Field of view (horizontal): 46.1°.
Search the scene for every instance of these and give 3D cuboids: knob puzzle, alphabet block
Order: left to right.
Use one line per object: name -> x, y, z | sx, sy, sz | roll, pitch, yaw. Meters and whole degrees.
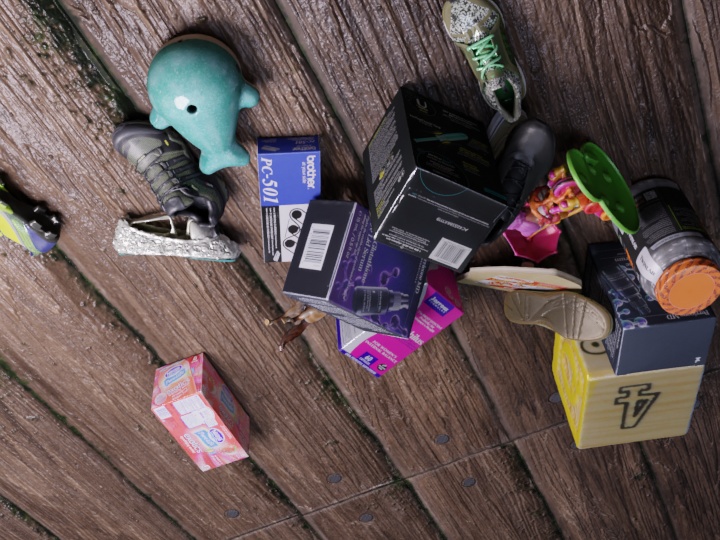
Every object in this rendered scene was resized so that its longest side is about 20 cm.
knob puzzle -> 0.268, 0.007, 1.358 | 0.214, 0.031, 0.220 | 8, 171, 1
alphabet block -> 0.455, 0.166, 1.472 | 0.195, 0.197, 0.199 | -6, 130, 1

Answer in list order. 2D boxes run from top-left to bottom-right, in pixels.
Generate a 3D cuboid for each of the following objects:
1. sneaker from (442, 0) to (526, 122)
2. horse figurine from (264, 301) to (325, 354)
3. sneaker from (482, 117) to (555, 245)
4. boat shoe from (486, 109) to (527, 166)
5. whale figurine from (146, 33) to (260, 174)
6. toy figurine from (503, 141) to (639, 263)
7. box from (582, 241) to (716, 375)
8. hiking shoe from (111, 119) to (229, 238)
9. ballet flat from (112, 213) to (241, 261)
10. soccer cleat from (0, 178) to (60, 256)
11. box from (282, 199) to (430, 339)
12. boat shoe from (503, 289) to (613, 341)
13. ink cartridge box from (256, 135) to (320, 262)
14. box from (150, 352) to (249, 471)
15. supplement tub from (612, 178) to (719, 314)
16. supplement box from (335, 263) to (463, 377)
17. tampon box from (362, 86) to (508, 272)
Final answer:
sneaker -> 0.175, -0.280, 1.127 | 0.076, 0.090, 0.200 | -28, 128, 18
horse figurine -> -0.078, 0.045, 1.385 | 0.131, 0.050, 0.202 | -10, 140, -50
sneaker -> 0.212, -0.116, 1.183 | 0.075, 0.091, 0.203 | 24, 125, 7
boat shoe -> 0.197, -0.147, 1.261 | 0.070, 0.063, 0.203 | 7, 129, -12
whale figurine -> -0.209, -0.209, 1.136 | 0.155, 0.105, 0.203 | -11, 129, 3
toy figurine -> 0.291, -0.085, 1.272 | 0.183, 0.153, 0.198 | -32, 154, 33
box -> 0.459, 0.053, 1.369 | 0.145, 0.202, 0.109 | -7, 132, 0
hiking shoe -> -0.266, -0.131, 1.199 | 0.075, 0.102, 0.199 | -38, 124, 24
ballet flat -> -0.280, -0.052, 1.293 | 0.195, 0.073, 0.073 | 3, 131, -9
soccer cleat -> -0.533, -0.089, 1.233 | 0.083, 0.065, 0.200 | -32, 127, 24
box -> 0.000, 0.000, 1.265 | 0.103, 0.151, 0.198 | 7, 166, 44
boat shoe -> 0.327, 0.069, 1.372 | 0.062, 0.198, 0.075 | 0, 94, -43
ink cartridge box -> -0.106, -0.104, 1.277 | 0.092, 0.045, 0.203 | -4, 131, -5
box -> -0.285, 0.259, 1.534 | 0.101, 0.096, 0.202 | -19, 130, 10
supplement tub -> 0.469, -0.037, 1.293 | 0.119, 0.202, 0.124 | -3, 131, -3
supplement box -> 0.062, 0.068, 1.406 | 0.101, 0.104, 0.199 | 35, 117, -30
tampon box -> 0.098, -0.128, 1.175 | 0.147, 0.202, 0.127 | 19, 127, -20
